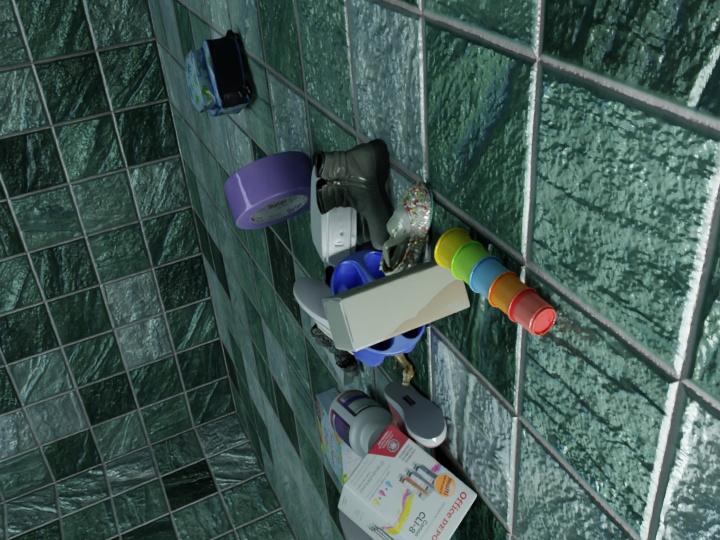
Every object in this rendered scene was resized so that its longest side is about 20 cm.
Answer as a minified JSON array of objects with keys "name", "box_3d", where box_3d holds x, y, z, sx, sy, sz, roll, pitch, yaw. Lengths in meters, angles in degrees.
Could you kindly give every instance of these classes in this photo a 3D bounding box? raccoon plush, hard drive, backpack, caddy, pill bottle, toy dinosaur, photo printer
[{"name":"raccoon plush","box_3d":[-0.017,0.150,1.585,0.201,0.097,0.133,50,156,-27]},{"name":"hard drive","box_3d":[-0.071,0.163,1.772,0.134,0.026,0.202,94,152,-46]},{"name":"backpack","box_3d":[-0.374,-0.492,1.877,0.200,0.144,0.188,177,78,-73]},{"name":"caddy","box_3d":[0.028,0.061,1.246,0.106,0.139,0.203,97,149,-60]},{"name":"pill bottle","box_3d":[0.013,0.337,1.563,0.199,0.109,0.114,-159,53,-66]},{"name":"toy dinosaur","box_3d":[0.051,0.120,1.385,0.101,0.057,0.204,-25,89,56]},{"name":"photo printer","box_3d":[-0.054,-0.113,1.357,0.200,0.068,0.171,-122,32,-71]}]

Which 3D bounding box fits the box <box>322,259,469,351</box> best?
[{"name":"box","box_3d":[0.052,0.048,1.076,0.095,0.196,0.080,-7,101,70]}]

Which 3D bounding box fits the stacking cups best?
[{"name":"stacking cups","box_3d":[0.169,0.017,0.937,0.200,0.059,0.062,-131,29,-49]}]

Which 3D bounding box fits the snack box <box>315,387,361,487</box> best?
[{"name":"snack box","box_3d":[-0.053,0.439,1.895,0.169,0.066,0.204,-129,28,-47]}]

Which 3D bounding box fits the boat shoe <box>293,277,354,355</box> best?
[{"name":"boat shoe","box_3d":[-0.053,0.093,1.395,0.198,0.072,0.066,35,142,15]}]

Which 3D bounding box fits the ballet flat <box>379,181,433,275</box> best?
[{"name":"ballet flat","box_3d":[0.069,-0.054,1.149,0.202,0.063,0.076,99,148,-50]}]

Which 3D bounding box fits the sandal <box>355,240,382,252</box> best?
[{"name":"sandal","box_3d":[0.001,0.000,1.382,0.201,0.074,0.044,118,138,-51]}]

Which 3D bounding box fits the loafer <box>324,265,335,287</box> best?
[{"name":"loafer","box_3d":[-0.049,0.010,1.517,0.076,0.068,0.201,65,159,19]}]

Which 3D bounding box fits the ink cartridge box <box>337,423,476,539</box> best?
[{"name":"ink cartridge box","box_3d":[0.080,0.409,1.288,0.198,0.145,0.146,36,150,14]}]

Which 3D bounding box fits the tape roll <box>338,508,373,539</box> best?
[{"name":"tape roll","box_3d":[0.058,0.477,1.418,0.200,0.197,0.067,44,154,52]}]

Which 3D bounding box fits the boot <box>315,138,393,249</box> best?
[{"name":"boot","box_3d":[-0.016,-0.117,1.227,0.068,0.128,0.204,41,144,55]}]

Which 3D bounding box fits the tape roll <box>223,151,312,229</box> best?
[{"name":"tape roll","box_3d":[-0.187,-0.169,1.551,0.087,0.196,0.200,67,160,10]}]

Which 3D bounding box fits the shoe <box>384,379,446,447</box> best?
[{"name":"shoe","box_3d":[0.106,0.287,1.337,0.200,0.070,0.093,-139,32,-61]}]
